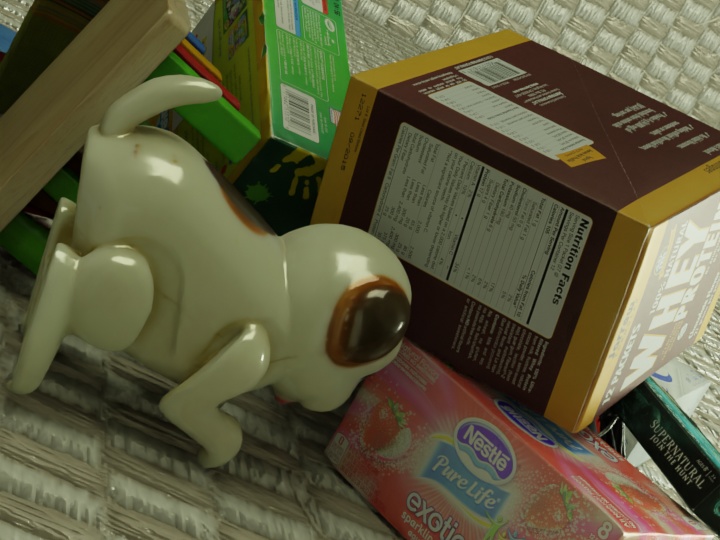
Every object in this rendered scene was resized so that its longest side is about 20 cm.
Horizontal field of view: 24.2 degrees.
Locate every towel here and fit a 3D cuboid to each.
[{"bbox_3d":[-0.204,-0.146,1.185,0.086,0.200,0.018,27,44,-15],"label":"towel"}]

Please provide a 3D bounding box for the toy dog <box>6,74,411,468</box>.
[{"bbox_3d":[-0.070,0.006,0.913,0.199,0.195,0.140,19,4,-14],"label":"toy dog"}]

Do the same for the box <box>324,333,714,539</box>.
[{"bbox_3d":[0.087,0.129,0.969,0.102,0.095,0.200,12,22,-47],"label":"box"}]

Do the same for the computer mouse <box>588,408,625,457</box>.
[{"bbox_3d":[0.144,0.091,1.126,0.046,0.142,0.199,0,-5,35],"label":"computer mouse"}]

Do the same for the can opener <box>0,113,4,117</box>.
[{"bbox_3d":[-0.235,-0.094,1.188,0.199,0.067,0.053,16,20,-30],"label":"can opener"}]

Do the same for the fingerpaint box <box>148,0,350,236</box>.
[{"bbox_3d":[-0.078,-0.090,1.126,0.073,0.167,0.201,22,39,-27],"label":"fingerpaint box"}]

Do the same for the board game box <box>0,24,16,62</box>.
[{"bbox_3d":[-0.311,-0.179,1.384,0.199,0.039,0.158,22,10,-48],"label":"board game box"}]

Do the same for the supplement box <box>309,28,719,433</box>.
[{"bbox_3d":[0.108,-0.034,1.014,0.199,0.134,0.197,29,29,23],"label":"supplement box"}]

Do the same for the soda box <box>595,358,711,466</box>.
[{"bbox_3d":[0.224,0.110,1.364,0.063,0.069,0.200,34,15,19],"label":"soda box"}]

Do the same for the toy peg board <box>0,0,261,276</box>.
[{"bbox_3d":[-0.156,-0.078,1.048,0.098,0.200,0.199,43,9,-20],"label":"toy peg board"}]

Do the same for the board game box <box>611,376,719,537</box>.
[{"bbox_3d":[0.201,0.111,1.047,0.135,0.028,0.200,42,9,-36],"label":"board game box"}]
